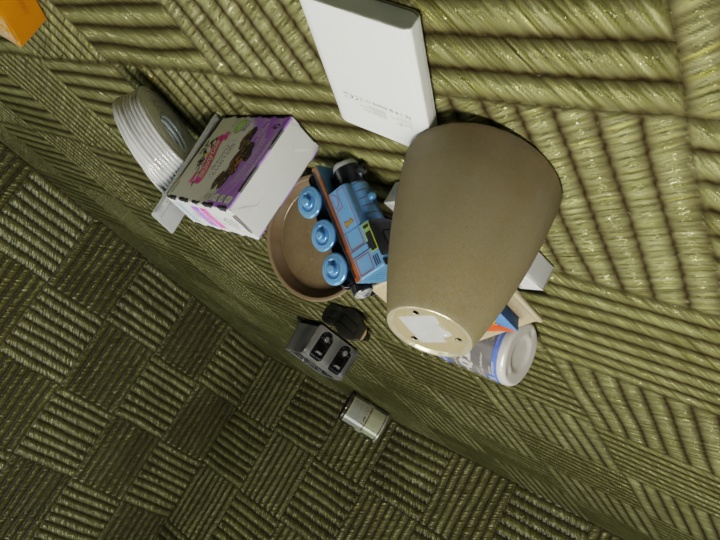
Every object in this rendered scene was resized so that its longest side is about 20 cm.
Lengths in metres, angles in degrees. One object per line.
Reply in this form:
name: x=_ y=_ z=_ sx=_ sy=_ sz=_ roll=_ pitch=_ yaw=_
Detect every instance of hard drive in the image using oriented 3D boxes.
hard drive: x=0.016 y=-0.210 z=0.743 sx=0.130 sy=0.026 sz=0.201 roll=26 pitch=163 yaw=22

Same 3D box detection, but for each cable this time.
cable: x=-0.335 y=-0.216 z=1.184 sx=0.201 sy=0.069 sz=0.201 roll=53 pitch=-172 yaw=-34

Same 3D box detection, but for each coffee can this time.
coffee can: x=0.013 y=0.671 z=3.202 sx=0.198 sy=0.148 sz=0.146 roll=32 pitch=165 yaw=0

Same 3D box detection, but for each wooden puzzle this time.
wooden puzzle: x=0.134 y=0.055 z=1.003 sx=0.198 sy=0.047 sz=0.185 roll=-21 pitch=130 yaw=39

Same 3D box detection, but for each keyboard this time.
keyboard: x=-0.269 y=-0.158 z=1.130 sx=0.011 sy=0.202 sz=0.056 roll=18 pitch=160 yaw=27

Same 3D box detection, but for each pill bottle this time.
pill bottle: x=0.194 y=0.113 z=1.210 sx=0.198 sy=0.115 sz=0.114 roll=19 pitch=160 yaw=40

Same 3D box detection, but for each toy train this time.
toy train: x=-0.012 y=-0.065 z=0.988 sx=0.114 sy=0.203 sz=0.086 roll=-32 pitch=161 yaw=32

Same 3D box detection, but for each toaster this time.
toaster: x=-0.133 y=0.255 z=2.276 sx=0.180 sy=0.120 sz=0.199 roll=40 pitch=163 yaw=-24

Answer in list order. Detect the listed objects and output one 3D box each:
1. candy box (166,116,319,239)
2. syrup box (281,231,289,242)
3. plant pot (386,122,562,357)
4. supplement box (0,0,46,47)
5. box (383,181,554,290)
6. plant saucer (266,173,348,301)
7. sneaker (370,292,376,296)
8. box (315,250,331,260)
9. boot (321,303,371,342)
candy box: x=-0.182 y=-0.147 z=1.054 sx=0.198 sy=0.169 sz=0.072 roll=14 pitch=157 yaw=48
syrup box: x=-0.082 y=-0.052 z=1.268 sx=0.082 sy=0.078 sz=0.201 roll=61 pitch=-178 yaw=34
plant pot: x=0.102 y=-0.018 z=0.750 sx=0.184 sy=0.202 sz=0.188 roll=18 pitch=151 yaw=11
supplement box: x=-0.631 y=-0.470 z=1.131 sx=0.198 sy=0.074 sz=0.126 roll=32 pitch=164 yaw=5
box: x=0.146 y=-0.049 z=0.950 sx=0.199 sy=0.042 sz=0.155 roll=39 pitch=162 yaw=-26
plant saucer: x=-0.065 y=-0.052 z=1.115 sx=0.198 sy=0.203 sz=0.029 roll=24 pitch=-167 yaw=26
sneaker: x=0.034 y=0.004 z=1.247 sx=0.199 sy=0.083 sz=0.072 roll=36 pitch=164 yaw=-6
box: x=0.036 y=-0.021 z=1.129 sx=0.198 sy=0.096 sz=0.078 roll=26 pitch=179 yaw=27
boot: x=-0.003 y=0.158 z=1.835 sx=0.138 sy=0.078 sz=0.200 roll=37 pitch=178 yaw=-31
